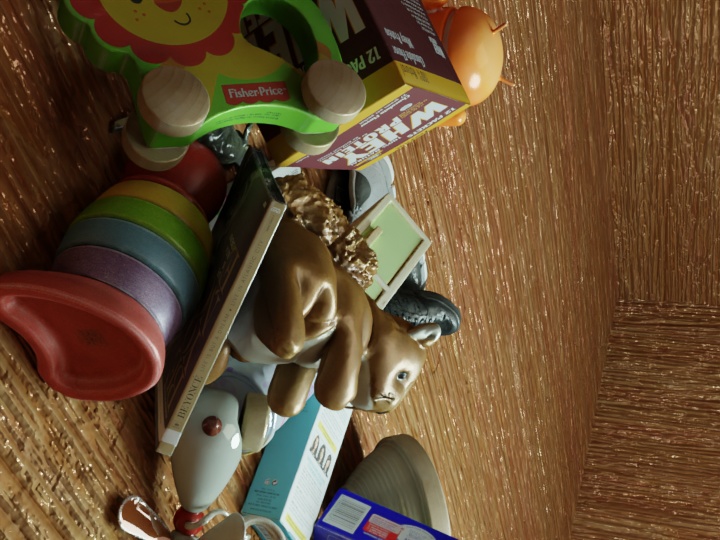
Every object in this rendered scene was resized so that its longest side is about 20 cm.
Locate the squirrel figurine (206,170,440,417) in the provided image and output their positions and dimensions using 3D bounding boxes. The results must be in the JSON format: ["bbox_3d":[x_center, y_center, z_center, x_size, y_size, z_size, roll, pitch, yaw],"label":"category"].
[{"bbox_3d":[-0.022,0.024,0.759,0.185,0.141,0.202,21,56,-32],"label":"squirrel figurine"}]

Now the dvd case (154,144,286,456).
[{"bbox_3d":[-0.112,0.015,0.687,0.202,0.016,0.149,-64,-159,14],"label":"dvd case"}]

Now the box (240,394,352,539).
[{"bbox_3d":[-0.061,0.191,0.995,0.083,0.049,0.202,67,35,-48],"label":"box"}]

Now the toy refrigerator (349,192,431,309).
[{"bbox_3d":[0.000,0.000,0.942,0.076,0.070,0.200,49,36,-6],"label":"toy refrigerator"}]

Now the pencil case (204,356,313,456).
[{"bbox_3d":[-0.079,0.101,0.901,0.200,0.082,0.092,-40,129,-60],"label":"pencil case"}]

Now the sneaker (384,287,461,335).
[{"bbox_3d":[0.029,0.058,1.065,0.060,0.198,0.105,-53,-160,38],"label":"sneaker"}]

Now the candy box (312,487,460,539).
[{"bbox_3d":[0.024,0.369,1.020,0.077,0.167,0.202,-40,144,-57],"label":"candy box"}]

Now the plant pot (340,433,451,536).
[{"bbox_3d":[0.027,0.307,1.118,0.201,0.092,0.204,175,-90,-70],"label":"plant pot"}]

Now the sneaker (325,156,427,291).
[{"bbox_3d":[0.007,-0.044,1.089,0.115,0.074,0.202,-31,103,-53],"label":"sneaker"}]

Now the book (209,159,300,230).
[{"bbox_3d":[-0.103,-0.021,0.878,0.200,0.047,0.135,-42,130,-61],"label":"book"}]

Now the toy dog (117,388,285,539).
[{"bbox_3d":[-0.132,0.181,0.754,0.096,0.130,0.203,-167,-109,-84],"label":"toy dog"}]

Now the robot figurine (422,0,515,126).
[{"bbox_3d":[0.081,-0.248,1.078,0.116,0.198,0.146,8,85,-66],"label":"robot figurine"}]

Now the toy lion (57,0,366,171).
[{"bbox_3d":[-0.114,-0.177,0.663,0.198,0.069,0.194,-9,73,-30],"label":"toy lion"}]

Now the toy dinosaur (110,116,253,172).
[{"bbox_3d":[-0.133,-0.139,0.791,0.199,0.047,0.089,12,89,-63],"label":"toy dinosaur"}]

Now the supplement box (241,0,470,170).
[{"bbox_3d":[-0.023,-0.210,0.821,0.202,0.132,0.197,64,22,5],"label":"supplement box"}]

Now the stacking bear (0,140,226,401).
[{"bbox_3d":[-0.160,-0.020,0.672,0.122,0.112,0.201,71,28,-42],"label":"stacking bear"}]
